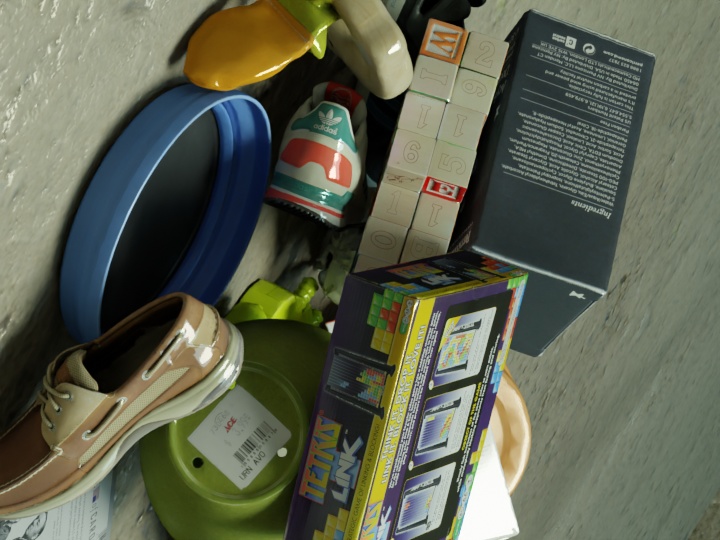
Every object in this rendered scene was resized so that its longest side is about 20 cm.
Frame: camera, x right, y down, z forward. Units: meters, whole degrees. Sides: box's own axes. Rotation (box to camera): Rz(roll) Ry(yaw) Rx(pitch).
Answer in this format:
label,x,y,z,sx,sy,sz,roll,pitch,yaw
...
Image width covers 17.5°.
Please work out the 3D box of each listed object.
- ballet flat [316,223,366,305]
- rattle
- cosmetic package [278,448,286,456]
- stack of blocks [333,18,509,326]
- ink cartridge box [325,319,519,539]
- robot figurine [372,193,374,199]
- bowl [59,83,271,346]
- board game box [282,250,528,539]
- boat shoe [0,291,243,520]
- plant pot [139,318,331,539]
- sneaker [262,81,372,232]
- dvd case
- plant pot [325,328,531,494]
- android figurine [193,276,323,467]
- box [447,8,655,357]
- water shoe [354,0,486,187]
label,x,y,z,sx,sy,sz,roll,pitch,yaw
ballet flat,0.000,0.000,1.774,0.200,0.072,0.072,-126,-120,-82
rattle,-0.041,-0.141,1.587,0.143,0.130,0.200,-51,-175,-7
cosmetic package,-0.078,0.210,1.822,0.103,0.073,0.200,-40,163,-26
stack of blocks,0.041,-0.058,1.626,0.115,0.058,0.201,110,-2,-70
ink cartridge box,0.040,0.120,1.775,0.109,0.050,0.201,-17,96,-16
robot figurine,0.105,-0.027,1.891,0.145,0.200,0.058,-47,154,-39
bowl,-0.128,-0.030,1.537,0.201,0.039,0.201,-51,157,-32
board game box,0.028,0.095,1.517,0.165,0.057,0.201,-9,116,-60
boat shoe,-0.170,0.079,1.462,0.200,0.076,0.072,-36,132,1
plant pot,-0.070,0.114,1.576,0.188,0.187,0.200,-63,174,-5
sneaker,-0.017,-0.084,1.657,0.200,0.070,0.094,-40,151,-82
dvd case,-0.228,0.185,1.562,0.200,0.025,0.151,-42,150,-49
plant pot,0.050,0.129,1.877,0.201,0.200,0.140,-62,-163,-6
android figurine,-0.090,0.090,1.779,0.200,0.041,0.182,-52,157,-28
box,0.126,-0.062,1.720,0.148,0.107,0.201,128,-22,-64
water shoe,0.042,-0.138,1.779,0.071,0.079,0.200,-42,150,-47
